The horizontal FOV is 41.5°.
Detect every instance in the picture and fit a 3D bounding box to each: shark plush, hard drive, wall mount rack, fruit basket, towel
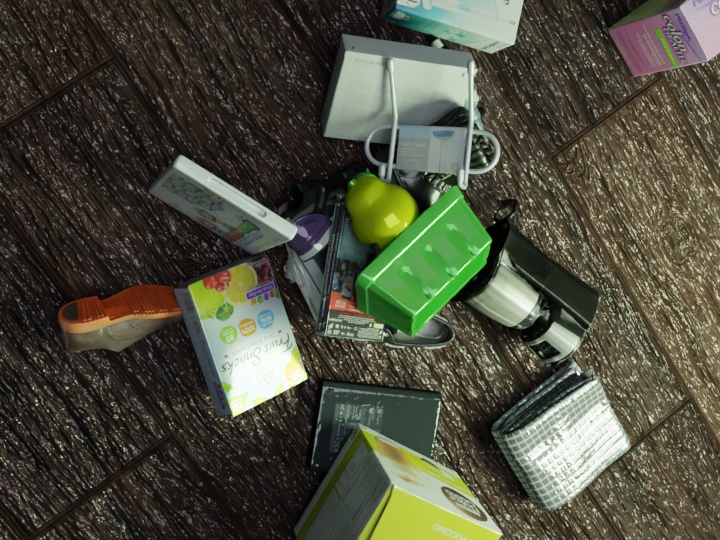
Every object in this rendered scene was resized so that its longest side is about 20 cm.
[{"bbox_3d":[0.134,-0.280,1.490,0.083,0.091,0.200,-39,125,9],"label":"shark plush"},{"bbox_3d":[0.024,0.250,1.489,0.200,0.033,0.140,8,91,-17],"label":"hard drive"},{"bbox_3d":[0.097,-0.205,1.345,0.200,0.075,0.174,5,88,15],"label":"wall mount rack"},{"bbox_3d":[0.056,-0.041,1.330,0.215,0.156,0.216,-1,68,1],"label":"fruit basket"},{"bbox_3d":[0.334,0.271,1.555,0.200,0.086,0.166,-35,103,-12],"label":"towel"}]

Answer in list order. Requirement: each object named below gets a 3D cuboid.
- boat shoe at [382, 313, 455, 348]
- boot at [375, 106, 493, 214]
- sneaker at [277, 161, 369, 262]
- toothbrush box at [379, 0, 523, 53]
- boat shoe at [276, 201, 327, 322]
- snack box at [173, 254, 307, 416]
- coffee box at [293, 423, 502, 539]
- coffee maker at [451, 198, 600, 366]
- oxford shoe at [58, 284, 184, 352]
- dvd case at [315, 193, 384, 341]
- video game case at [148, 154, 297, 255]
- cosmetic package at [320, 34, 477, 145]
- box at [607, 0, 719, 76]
[{"bbox_3d":[0.050,0.084,1.471,0.200,0.060,0.074,13,92,-17],"label":"boat shoe"},{"bbox_3d":[0.134,-0.125,1.433,0.158,0.079,0.211,-24,111,13],"label":"boot"},{"bbox_3d":[-0.055,-0.111,1.384,0.088,0.076,0.200,45,48,-17],"label":"sneaker"},{"bbox_3d":[0.146,-0.434,1.452,0.200,0.085,0.147,11,89,-16],"label":"toothbrush box"},{"bbox_3d":[-0.083,-0.003,1.422,0.065,0.074,0.200,-29,84,22],"label":"boat shoe"},{"bbox_3d":[-0.172,0.092,1.387,0.142,0.053,0.200,-23,101,-36],"label":"snack box"},{"bbox_3d":[0.049,0.384,1.397,0.200,0.198,0.200,29,96,-20],"label":"coffee box"},{"bbox_3d":[0.273,0.020,1.495,0.200,0.135,0.192,35,83,-16],"label":"coffee maker"},{"bbox_3d":[-0.330,0.072,1.367,0.200,0.071,0.073,-8,128,-23],"label":"oxford shoe"},{"bbox_3d":[0.000,0.000,1.381,0.146,0.022,0.200,10,89,-54],"label":"dvd case"},{"bbox_3d":[-0.195,-0.085,1.316,0.182,0.200,0.024,32,75,-16],"label":"video game case"},{"bbox_3d":[0.054,-0.261,1.409,0.200,0.052,0.151,5,136,-16],"label":"cosmetic package"},{"bbox_3d":[0.530,-0.405,1.507,0.176,0.200,0.097,-37,102,-12],"label":"box"}]
